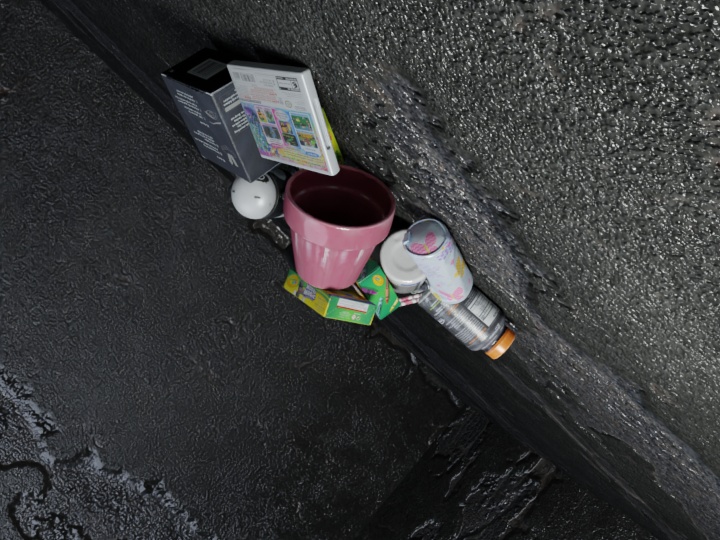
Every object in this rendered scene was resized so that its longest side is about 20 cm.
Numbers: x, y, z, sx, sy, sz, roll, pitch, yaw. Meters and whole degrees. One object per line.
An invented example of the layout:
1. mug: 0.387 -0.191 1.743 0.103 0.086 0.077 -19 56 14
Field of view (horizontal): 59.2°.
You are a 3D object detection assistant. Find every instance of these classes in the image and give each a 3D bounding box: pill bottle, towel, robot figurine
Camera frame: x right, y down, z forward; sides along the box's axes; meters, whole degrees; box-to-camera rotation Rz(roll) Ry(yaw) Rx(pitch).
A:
1. pill bottle: 0.226 0.094 1.320 0.200 0.106 0.106 42 173 1
2. pill bottle: 0.094 -0.012 1.356 0.114 0.114 0.200 40 172 7
3. towel: 0.124 0.059 1.444 0.146 0.199 0.030 141 115 -83
4. robot figurine: -0.227 -0.191 1.550 0.125 0.150 0.200 60 -154 7

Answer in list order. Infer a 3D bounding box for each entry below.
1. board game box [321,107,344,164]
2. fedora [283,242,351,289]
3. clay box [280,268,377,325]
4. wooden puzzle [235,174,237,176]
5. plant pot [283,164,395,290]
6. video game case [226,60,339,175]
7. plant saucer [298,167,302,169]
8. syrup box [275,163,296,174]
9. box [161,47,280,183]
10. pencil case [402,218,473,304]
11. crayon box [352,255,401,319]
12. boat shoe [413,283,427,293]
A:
1. board game box: -0.098 -0.257 1.175 0.102 0.048 0.200 40 172 19
2. fedora: -0.108 -0.010 1.430 0.201 0.091 0.201 55 175 7
3. clay box: -0.070 0.047 1.274 0.115 0.048 0.200 14 -170 -37
4. wooden puzzle: -0.302 -0.333 1.517 0.200 0.046 0.185 55 152 -5
5. plant pot: -0.050 -0.070 1.178 0.200 0.200 0.179 38 136 26
6. video game case: -0.131 -0.259 1.071 0.200 0.024 0.182 21 141 40
7. plant saucer: -0.101 -0.178 1.468 0.200 0.050 0.201 166 90 -84
8. syrup box: -0.233 -0.274 1.670 0.081 0.079 0.200 39 173 26
9. box: -0.259 -0.306 1.242 0.196 0.117 0.200 31 151 40
10. pencil case: 0.146 -0.015 1.180 0.090 0.083 0.200 13 158 29
11. crayon box: 0.000 0.000 1.342 0.119 0.058 0.200 59 175 -38
12. boat shoe: 0.131 0.025 1.572 0.200 0.067 0.074 41 173 2
